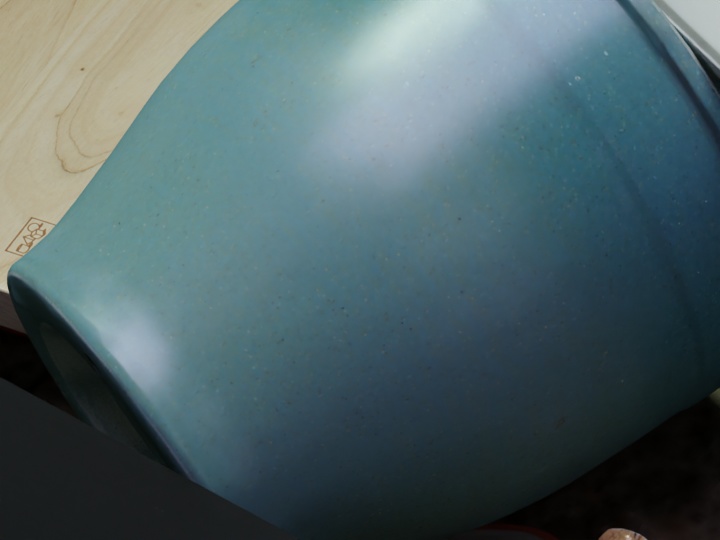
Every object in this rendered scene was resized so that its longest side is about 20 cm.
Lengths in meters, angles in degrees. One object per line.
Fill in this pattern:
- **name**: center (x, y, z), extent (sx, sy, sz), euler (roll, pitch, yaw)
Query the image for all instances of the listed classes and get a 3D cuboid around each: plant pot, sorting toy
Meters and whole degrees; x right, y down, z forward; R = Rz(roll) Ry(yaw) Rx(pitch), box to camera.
- **plant pot**: center (0.000, 0.000, 0.845), extent (0.188, 0.200, 0.200), euler (-36, 51, -14)
- **sorting toy**: center (-0.139, -0.056, 0.994), extent (0.198, 0.070, 0.200), euler (17, 50, 21)

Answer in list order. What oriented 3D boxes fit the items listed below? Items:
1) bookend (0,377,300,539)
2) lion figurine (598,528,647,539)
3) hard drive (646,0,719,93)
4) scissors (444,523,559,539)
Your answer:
- **bookend**: center (-0.082, 0.125, 0.682), extent (0.199, 0.092, 0.199), euler (29, 20, -8)
- **lion figurine**: center (0.123, 0.153, 0.767), extent (0.199, 0.073, 0.123), euler (9, 62, 34)
- **hard drive**: center (0.148, -0.023, 0.842), extent (0.026, 0.200, 0.132), euler (-40, 50, 2)
- **scissors**: center (0.099, 0.100, 0.851), extent (0.199, 0.014, 0.073), euler (-9, 43, -1)
